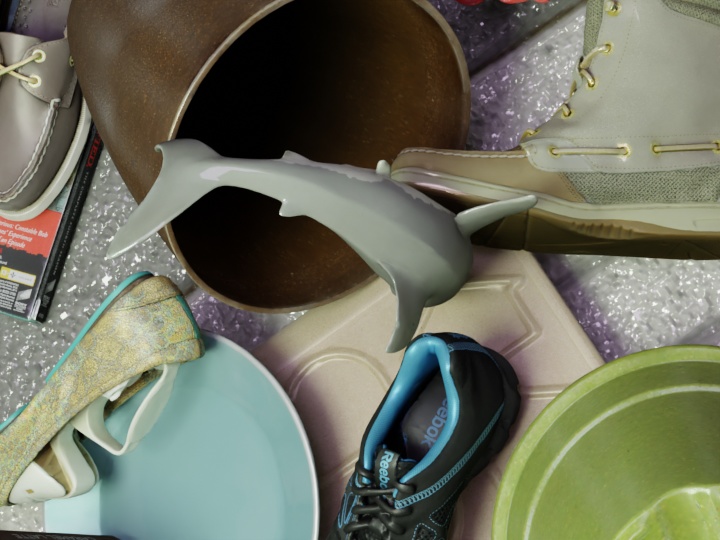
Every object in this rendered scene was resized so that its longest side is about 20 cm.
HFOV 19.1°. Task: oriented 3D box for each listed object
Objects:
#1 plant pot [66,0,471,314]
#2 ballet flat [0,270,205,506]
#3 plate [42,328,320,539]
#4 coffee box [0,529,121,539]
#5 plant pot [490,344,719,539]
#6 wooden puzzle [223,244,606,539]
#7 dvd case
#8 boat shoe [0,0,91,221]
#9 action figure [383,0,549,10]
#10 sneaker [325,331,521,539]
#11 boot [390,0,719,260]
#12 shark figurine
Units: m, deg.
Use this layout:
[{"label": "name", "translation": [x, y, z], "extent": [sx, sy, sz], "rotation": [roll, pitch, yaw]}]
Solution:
[{"label": "plant pot", "translation": [-0.073, -0.104, 1.161], "extent": [0.187, 0.187, 0.200], "rotation": [-53, 44, 2]}, {"label": "ballet flat", "translation": [-0.155, 0.084, 1.163], "extent": [0.200, 0.071, 0.071], "rotation": [-45, 66, 25]}, {"label": "plate", "translation": [-0.095, 0.130, 1.167], "extent": [0.200, 0.026, 0.200], "rotation": [-3, 86, 37]}, {"label": "coffee box", "translation": [-0.172, 0.243, 1.120], "extent": [0.080, 0.114, 0.200], "rotation": [23, 97, 35]}, {"label": "plant pot", "translation": [0.160, 0.142, 0.975], "extent": [0.200, 0.190, 0.200], "rotation": [0, 94, 3]}, {"label": "wooden puzzle", "translation": [0.045, 0.084, 1.142], "extent": [0.185, 0.046, 0.200], "rotation": [-35, 64, 9]}, {"label": "dvd case", "translation": [-0.223, -0.080, 1.284], "extent": [0.146, 0.022, 0.200], "rotation": [14, 84, 22]}, {"label": "boat shoe", "translation": [-0.189, -0.130, 1.240], "extent": [0.072, 0.060, 0.200], "rotation": [10, 80, 21]}, {"label": "action figure", "translation": [0.097, -0.182, 1.110], "extent": [0.200, 0.099, 0.065], "rotation": [-28, 111, 13]}, {"label": "sneaker", "translation": [0.012, 0.123, 1.072], "extent": [0.073, 0.082, 0.200], "rotation": [17, 82, 26]}, {"label": "boot", "translation": [0.114, -0.089, 1.115], "extent": [0.200, 0.072, 0.155], "rotation": [5, 76, -8]}, {"label": "shark figurine", "translation": [-0.003, -0.007, 1.024], "extent": [0.128, 0.214, 0.090], "rotation": [-12, 66, 44]}]
